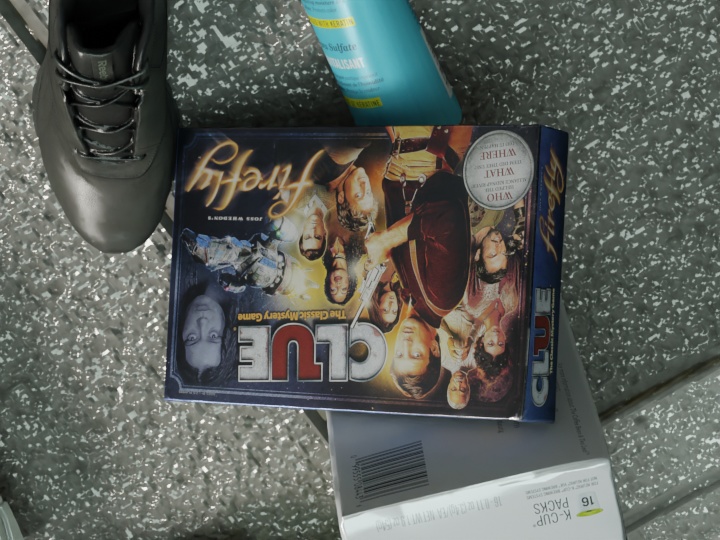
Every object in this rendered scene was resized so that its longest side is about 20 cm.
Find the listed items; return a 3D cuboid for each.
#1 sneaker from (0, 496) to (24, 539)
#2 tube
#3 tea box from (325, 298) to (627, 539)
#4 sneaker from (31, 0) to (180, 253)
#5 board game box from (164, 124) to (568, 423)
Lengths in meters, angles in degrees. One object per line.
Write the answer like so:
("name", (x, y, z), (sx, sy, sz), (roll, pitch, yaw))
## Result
("sneaker", (-0.241, 0.094, 1.274), (0.080, 0.076, 0.202), (-3, 107, 38))
("tube", (-0.012, -0.148, 1.176), (0.050, 0.077, 0.201), (-41, 119, -28))
("tea box", (0.065, 0.141, 1.236), (0.133, 0.200, 0.198), (-13, 115, 3))
("sneaker", (-0.124, -0.095, 1.179), (0.075, 0.091, 0.201), (-2, 116, -3))
("board game box", (0.000, 0.000, 1.176), (0.199, 0.035, 0.137), (1, 86, 30))
